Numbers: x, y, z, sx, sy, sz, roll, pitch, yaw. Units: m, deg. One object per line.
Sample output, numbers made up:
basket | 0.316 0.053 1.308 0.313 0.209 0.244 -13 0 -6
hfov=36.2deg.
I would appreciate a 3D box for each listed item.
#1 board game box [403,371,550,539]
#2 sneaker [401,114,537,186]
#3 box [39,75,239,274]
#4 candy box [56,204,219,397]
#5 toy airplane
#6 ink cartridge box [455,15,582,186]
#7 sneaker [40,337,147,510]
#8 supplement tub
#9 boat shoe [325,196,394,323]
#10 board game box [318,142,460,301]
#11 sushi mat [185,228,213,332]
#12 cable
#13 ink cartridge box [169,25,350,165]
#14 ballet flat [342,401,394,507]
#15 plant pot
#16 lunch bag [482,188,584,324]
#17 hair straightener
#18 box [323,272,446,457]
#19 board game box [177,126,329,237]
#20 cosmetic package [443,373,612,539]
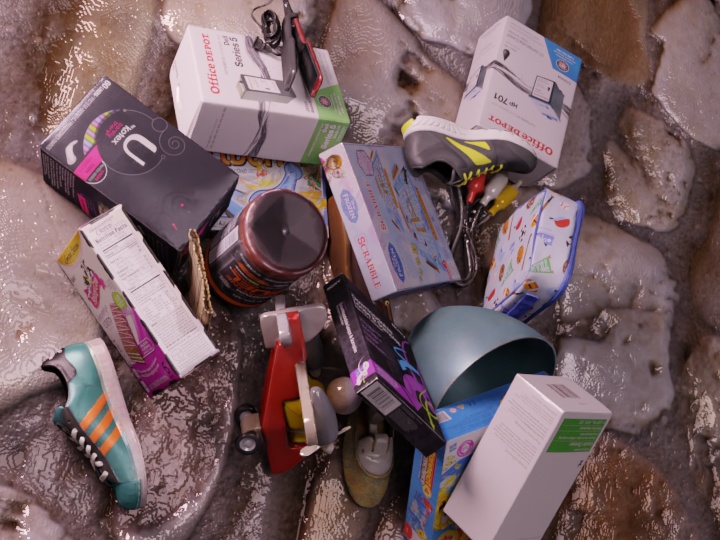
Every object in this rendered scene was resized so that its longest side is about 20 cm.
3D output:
board game box | 0.158 0.245 1.385 0.199 0.197 0.056 -16 37 -30
sneaker | 0.148 -0.150 1.524 0.199 0.074 0.085 10 68 -12
box | -0.260 -0.110 1.296 0.200 0.106 0.122 36 69 -2
candy box | -0.257 0.039 1.258 0.061 0.136 0.200 -34 91 -30
toy airplane | -0.064 0.127 1.294 0.140 0.199 0.201 10 67 -11
ink cartridge box | 0.232 -0.249 1.628 0.146 0.086 0.201 25 63 -18
sneaker | -0.300 0.180 1.237 0.080 0.071 0.201 -16 77 -25
supplement tub | -0.122 -0.018 1.308 0.107 0.200 0.107 8 71 -23
boat shoe | 0.000 0.000 1.442 0.070 0.070 0.201 -7 86 -21
board game box | 0.042 -0.067 1.445 0.199 0.041 0.201 -7 75 -61
sushi mat | -0.187 0.025 1.265 0.012 0.200 0.096 -9 77 -12
cable | 0.157 -0.076 1.555 0.097 0.050 0.200 33 61 -12
ink cartridge box | -0.130 -0.221 1.408 0.199 0.084 0.146 5 48 -26
ballet flat | 0.018 0.196 1.392 0.070 0.071 0.201 12 70 -23
plant pot | 0.133 0.123 1.421 0.199 0.201 0.135 -14 44 -30
lunch bag | 0.231 -0.007 1.493 0.075 0.200 0.161 17 66 -7
hair straightener | -0.101 -0.299 1.404 0.077 0.041 0.201 9 46 -25
box | 0.026 0.107 1.288 0.143 0.036 0.200 45 14 -35
board game box | -0.141 -0.107 1.422 0.199 0.034 0.136 3 73 -26
cosmetic package | 0.196 0.227 1.302 0.107 0.085 0.201 7 114 -44
